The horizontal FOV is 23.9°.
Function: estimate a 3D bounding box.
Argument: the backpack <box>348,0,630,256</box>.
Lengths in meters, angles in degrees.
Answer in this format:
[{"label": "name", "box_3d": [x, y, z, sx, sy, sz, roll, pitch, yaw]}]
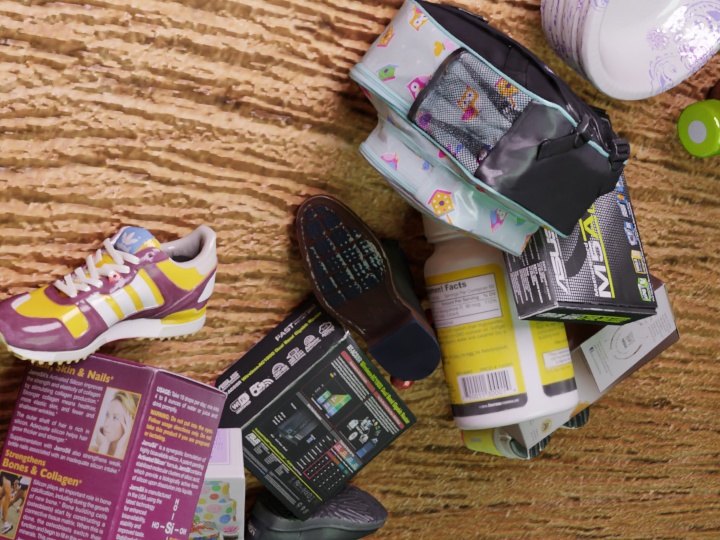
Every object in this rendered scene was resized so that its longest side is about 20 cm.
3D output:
[{"label": "backpack", "box_3d": [0.086, -0.116, 1.328, 0.153, 0.200, 0.176, -48, 150, 16]}]

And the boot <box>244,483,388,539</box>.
[{"label": "boot", "box_3d": [-0.078, 0.310, 1.714, 0.164, 0.066, 0.201, 7, 119, -38]}]

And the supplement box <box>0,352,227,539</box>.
[{"label": "supplement box", "box_3d": [-0.205, 0.169, 1.318, 0.103, 0.130, 0.201, 28, 75, -56]}]

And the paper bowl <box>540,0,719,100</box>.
[{"label": "paper bowl", "box_3d": [0.234, -0.251, 1.412, 0.200, 0.104, 0.201, -27, 142, -23]}]

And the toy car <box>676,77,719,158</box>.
[{"label": "toy car", "box_3d": [0.405, -0.216, 1.633, 0.164, 0.157, 0.201, -15, 107, -40]}]

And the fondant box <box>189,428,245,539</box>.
[{"label": "fondant box", "box_3d": [-0.175, 0.224, 1.484, 0.143, 0.058, 0.201, 0, 135, -6]}]

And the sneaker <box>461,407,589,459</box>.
[{"label": "sneaker", "box_3d": [0.174, 0.143, 1.802, 0.200, 0.090, 0.079, -21, 100, -53]}]

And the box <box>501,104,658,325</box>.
[{"label": "box", "box_3d": [0.178, -0.054, 1.480, 0.047, 0.201, 0.193, -20, 165, 31]}]

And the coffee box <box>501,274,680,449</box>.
[{"label": "coffee box", "box_3d": [0.205, 0.073, 1.700, 0.200, 0.114, 0.080, -34, 127, -13]}]

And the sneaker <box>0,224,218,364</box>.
[{"label": "sneaker", "box_3d": [-0.196, 0.009, 1.292, 0.199, 0.075, 0.090, -12, 126, -45]}]

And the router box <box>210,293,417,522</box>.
[{"label": "router box", "box_3d": [-0.048, 0.130, 1.562, 0.150, 0.062, 0.200, -40, 145, -4]}]

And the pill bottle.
[{"label": "pill bottle", "box_3d": [0.119, 0.033, 1.502, 0.114, 0.201, 0.114, -11, 179, 0]}]

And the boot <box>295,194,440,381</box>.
[{"label": "boot", "box_3d": [0.000, 0.000, 1.484, 0.074, 0.097, 0.200, -27, 118, 9]}]

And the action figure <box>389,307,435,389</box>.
[{"label": "action figure", "box_3d": [0.096, 0.032, 1.598, 0.200, 0.052, 0.065, -48, 150, -4]}]
